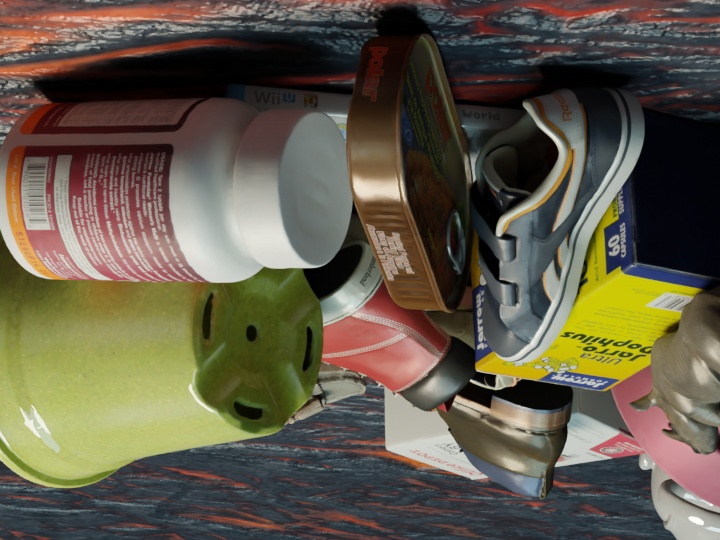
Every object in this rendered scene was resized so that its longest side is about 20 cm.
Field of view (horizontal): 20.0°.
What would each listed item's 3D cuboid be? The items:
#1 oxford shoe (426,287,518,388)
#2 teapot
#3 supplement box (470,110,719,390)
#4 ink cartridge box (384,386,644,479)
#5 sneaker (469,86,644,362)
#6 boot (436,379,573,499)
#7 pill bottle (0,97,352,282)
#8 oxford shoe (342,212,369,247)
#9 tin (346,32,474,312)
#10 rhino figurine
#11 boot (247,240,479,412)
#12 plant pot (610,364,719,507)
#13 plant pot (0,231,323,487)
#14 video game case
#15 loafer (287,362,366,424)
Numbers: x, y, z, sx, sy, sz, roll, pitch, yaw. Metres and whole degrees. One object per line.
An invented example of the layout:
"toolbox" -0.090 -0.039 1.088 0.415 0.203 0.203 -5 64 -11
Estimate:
"oxford shoe" 0.120 0.059 1.584 0.198 0.075 0.071 2 157 -11
"teapot" 0.316 0.176 1.779 0.145 0.199 0.201 11 150 2
"supplement box" 0.166 -0.008 1.341 0.109 0.110 0.200 10 154 -24
"ink cartridge box" 0.139 0.117 1.758 0.199 0.084 0.145 -13 157 34
"sneaker" 0.101 -0.030 1.262 0.079 0.079 0.201 2 126 -26
"boot" 0.078 0.114 1.646 0.199 0.098 0.075 21 -144 31
"pill bottle" -0.112 -0.048 1.223 0.198 0.111 0.109 1 163 28
"oxford shoe" 0.000 0.000 1.489 0.073 0.071 0.200 27 155 -5
"tin" 0.031 -0.056 1.201 0.041 0.113 0.201 5 148 18
"rhino figurine" 0.224 0.068 1.294 0.087 0.060 0.200 39 156 7
"boot" -0.010 0.058 1.444 0.144 0.073 0.199 42 150 -23
"plant pot" 0.297 0.042 1.412 0.198 0.202 0.179 11 143 -26
"plant pot" -0.131 0.044 1.348 0.183 0.202 0.200 -3 162 38
"video game case" 0.005 -0.077 1.314 0.198 0.018 0.143 4 161 -9
"loafer" -0.090 0.105 1.554 0.198 0.063 0.072 -8 152 4
